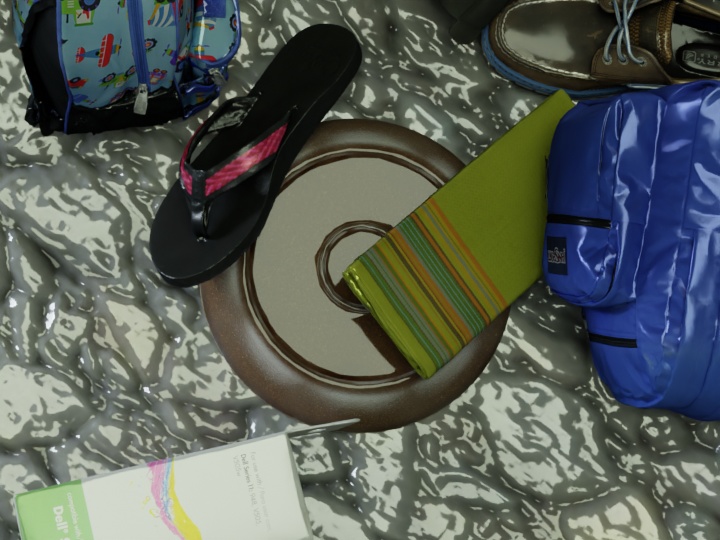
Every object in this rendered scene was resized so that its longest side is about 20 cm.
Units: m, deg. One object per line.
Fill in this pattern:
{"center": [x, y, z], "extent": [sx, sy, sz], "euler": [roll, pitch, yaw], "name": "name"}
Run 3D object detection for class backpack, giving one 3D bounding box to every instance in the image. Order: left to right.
{"center": [-0.141, -0.183, 1.152], "extent": [0.134, 0.200, 0.183], "euler": [-6, 81, -8], "name": "backpack"}
{"center": [0.196, -0.010, 1.192], "extent": [0.167, 0.163, 0.201], "euler": [2, 92, -6], "name": "backpack"}

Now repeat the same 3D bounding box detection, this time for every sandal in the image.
{"center": [-0.072, -0.080, 1.210], "extent": [0.075, 0.045, 0.200], "euler": [22, 71, 34], "name": "sandal"}

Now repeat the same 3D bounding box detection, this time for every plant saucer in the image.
{"center": [0.000, 0.000, 1.229], "extent": [0.200, 0.032, 0.201], "euler": [1, 80, -7], "name": "plant saucer"}

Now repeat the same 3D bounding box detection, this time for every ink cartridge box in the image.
{"center": [-0.095, 0.141, 1.151], "extent": [0.200, 0.117, 0.067], "euler": [-13, 84, -8], "name": "ink cartridge box"}

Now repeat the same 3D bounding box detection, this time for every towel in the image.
{"center": [0.082, -0.025, 1.222], "extent": [0.200, 0.018, 0.086], "euler": [-40, 102, -26], "name": "towel"}

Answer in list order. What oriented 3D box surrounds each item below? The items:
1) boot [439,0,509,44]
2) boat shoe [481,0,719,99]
{"center": [0.074, -0.257, 1.257], "extent": [0.077, 0.138, 0.200], "euler": [22, 37, -39], "name": "boot"}
{"center": [0.178, -0.149, 1.250], "extent": [0.199, 0.072, 0.072], "euler": [3, 81, -6], "name": "boat shoe"}
